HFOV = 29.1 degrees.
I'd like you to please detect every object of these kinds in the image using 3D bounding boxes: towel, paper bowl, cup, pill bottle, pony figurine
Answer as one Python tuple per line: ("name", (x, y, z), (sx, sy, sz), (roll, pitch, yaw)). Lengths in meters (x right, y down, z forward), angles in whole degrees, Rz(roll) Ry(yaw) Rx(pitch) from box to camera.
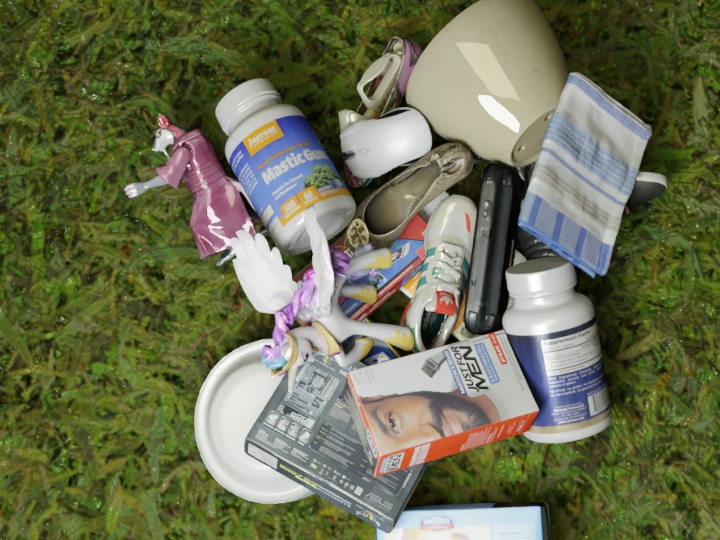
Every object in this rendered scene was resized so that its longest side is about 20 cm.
("towel", (0.262, -0.111, 1.601), (0.024, 0.146, 0.202), (-1, 63, 55))
("paper bowl", (-0.109, 0.187, 1.721), (0.198, 0.104, 0.204), (-1, 83, 9))
("cup", (0.175, -0.210, 1.655), (0.200, 0.200, 0.144), (-41, 66, 3))
("pill bottle", (-0.097, -0.130, 1.692), (0.111, 0.112, 0.201), (-32, 74, 5))
("pill bottle", (0.227, 0.091, 1.636), (0.109, 0.111, 0.203), (-10, 100, 9))
("pony figurine", (-0.045, 0.029, 1.591), (0.166, 0.198, 0.196), (-19, 84, 48))

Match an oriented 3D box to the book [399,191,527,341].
("book", (0.130, 0.007, 1.729), (0.200, 0.048, 0.134), (41, 89, 12))

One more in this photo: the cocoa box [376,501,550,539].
("cocoa box", (0.125, 0.344, 1.640), (0.197, 0.131, 0.135), (-4, 82, 10))

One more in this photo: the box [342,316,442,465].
("box", (0.045, 0.145, 1.713), (0.064, 0.070, 0.200), (-41, 77, 2))

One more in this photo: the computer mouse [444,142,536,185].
("computer mouse", (0.184, -0.137, 1.747), (0.197, 0.034, 0.060), (5, 100, 17))

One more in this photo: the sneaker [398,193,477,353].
("sneaker", (0.103, 0.013, 1.642), (0.069, 0.093, 0.202), (15, 102, -14))

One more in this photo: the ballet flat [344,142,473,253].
("ballet flat", (0.051, -0.086, 1.662), (0.199, 0.046, 0.068), (-36, 76, 26))

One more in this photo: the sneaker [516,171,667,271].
("sneaker", (0.282, -0.052, 1.684), (0.197, 0.071, 0.100), (-15, 64, 15))

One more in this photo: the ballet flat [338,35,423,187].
("ballet flat", (0.015, -0.207, 1.761), (0.069, 0.071, 0.202), (23, 86, 47))

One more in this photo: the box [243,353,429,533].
("box", (-0.014, 0.188, 1.619), (0.198, 0.051, 0.159), (27, 61, 8))

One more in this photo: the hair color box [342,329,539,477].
("hair color box", (0.091, 0.151, 1.590), (0.197, 0.064, 0.112), (-15, 62, -16))

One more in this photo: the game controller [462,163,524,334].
("game controller", (0.159, -0.024, 1.653), (0.042, 0.104, 0.203), (8, 90, 19))

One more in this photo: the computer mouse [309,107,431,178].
("computer mouse", (0.002, -0.149, 1.702), (0.199, 0.044, 0.111), (-15, 97, 43))

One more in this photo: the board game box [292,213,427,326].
("board game box", (0.000, 0.000, 1.712), (0.199, 0.019, 0.103), (-40, 59, -1))

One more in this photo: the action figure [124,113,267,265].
("action figure", (-0.194, -0.113, 1.744), (0.148, 0.134, 0.201), (-23, 104, 36))
